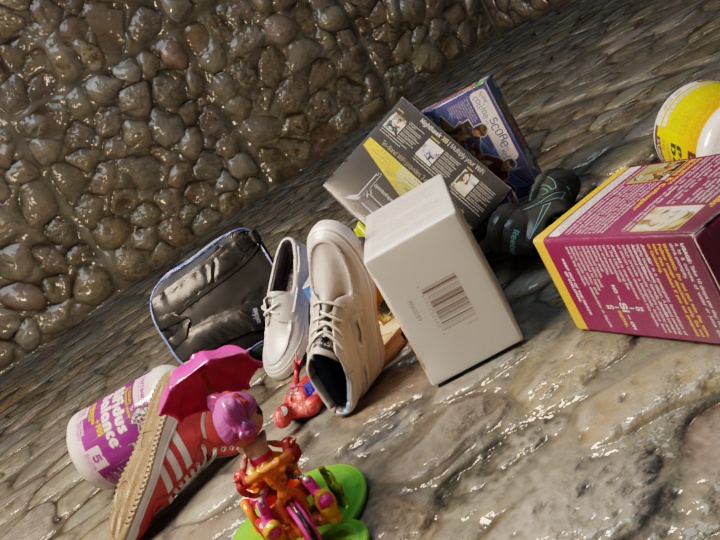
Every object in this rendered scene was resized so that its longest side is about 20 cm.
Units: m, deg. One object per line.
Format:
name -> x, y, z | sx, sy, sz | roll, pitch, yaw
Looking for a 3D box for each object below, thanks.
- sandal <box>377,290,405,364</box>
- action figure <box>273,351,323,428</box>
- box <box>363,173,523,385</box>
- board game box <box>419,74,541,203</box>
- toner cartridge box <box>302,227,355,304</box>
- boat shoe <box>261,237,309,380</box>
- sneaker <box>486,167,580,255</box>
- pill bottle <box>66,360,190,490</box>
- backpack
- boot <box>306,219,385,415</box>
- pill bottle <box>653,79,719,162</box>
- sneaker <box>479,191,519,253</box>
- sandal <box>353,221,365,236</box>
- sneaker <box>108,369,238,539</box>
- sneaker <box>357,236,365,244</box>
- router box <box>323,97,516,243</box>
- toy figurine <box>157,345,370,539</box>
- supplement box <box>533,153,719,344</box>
sandal -> 0.038, 0.040, 1.043 | 0.077, 0.070, 0.212 | -21, 17, 35
action figure -> -0.050, 0.122, 1.003 | 0.065, 0.052, 0.200 | -16, 23, 35
box -> 0.084, 0.002, 0.906 | 0.105, 0.153, 0.200 | -28, 13, 9
board game box -> 0.164, -0.146, 1.141 | 0.134, 0.201, 0.035 | -21, 18, 31
toner cartridge box -> -0.023, 0.018, 1.196 | 0.043, 0.096, 0.200 | -27, 14, 18
boat shoe -> -0.105, 0.048, 1.154 | 0.071, 0.068, 0.202 | -3, 60, 35
sneaker -> 0.234, -0.066, 1.036 | 0.079, 0.076, 0.200 | 17, 38, 34
pill bottle -> -0.270, 0.192, 1.084 | 0.198, 0.113, 0.112 | -30, 14, 8
backpack -> -0.205, 0.060, 1.279 | 0.199, 0.184, 0.147 | -31, -9, -6
boot -> -0.024, 0.055, 0.883 | 0.073, 0.202, 0.096 | -3, 29, 25
pill bottle -> 0.372, -0.127, 0.829 | 0.108, 0.110, 0.200 | -28, 14, 10
sneaker -> 0.125, -0.040, 1.108 | 0.199, 0.075, 0.082 | -37, -7, 26
sandal -> 0.038, -0.076, 1.349 | 0.087, 0.080, 0.200 | -26, -15, -40
sneaker -> -0.206, 0.228, 0.955 | 0.071, 0.112, 0.202 | -12, 54, 47
sneaker -> 0.000, 0.000, 1.117 | 0.072, 0.086, 0.199 | -21, -8, 27
router box -> 0.074, -0.099, 1.072 | 0.157, 0.200, 0.052 | -46, -22, 2
toy figurine -> -0.092, 0.153, 0.697 | 0.149, 0.185, 0.200 | -35, 15, -15
supplement box -> 0.266, -0.021, 0.703 | 0.130, 0.104, 0.200 | -35, 14, -18
